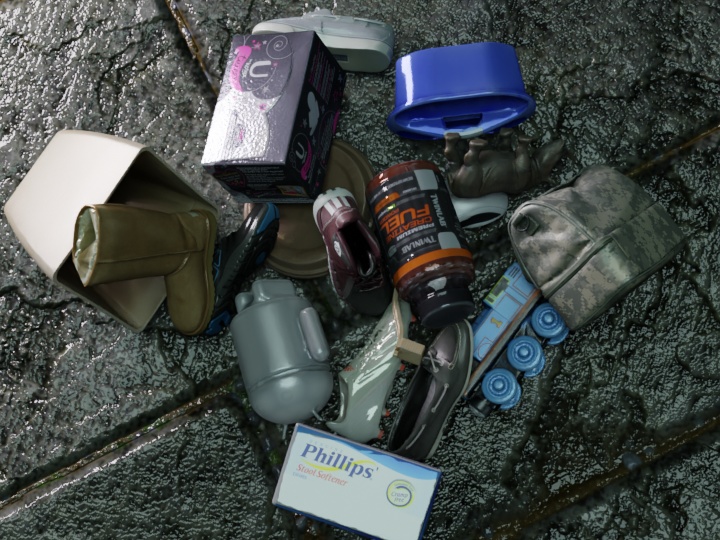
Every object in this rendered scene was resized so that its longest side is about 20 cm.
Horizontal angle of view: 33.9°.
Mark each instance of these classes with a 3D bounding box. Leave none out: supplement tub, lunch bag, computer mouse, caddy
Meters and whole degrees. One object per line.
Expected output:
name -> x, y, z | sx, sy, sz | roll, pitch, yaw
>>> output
supplement tub -> 0.081, -0.031, 1.491 | 0.106, 0.107, 0.201 | -19, 67, 0
lunch bag -> 0.293, -0.042, 1.497 | 0.200, 0.139, 0.168 | -27, 76, -46
computer mouse -> 0.100, -0.087, 1.588 | 0.199, 0.044, 0.110 | -15, 61, -1
caddy -> 0.132, -0.225, 1.571 | 0.199, 0.141, 0.106 | -6, 76, 4

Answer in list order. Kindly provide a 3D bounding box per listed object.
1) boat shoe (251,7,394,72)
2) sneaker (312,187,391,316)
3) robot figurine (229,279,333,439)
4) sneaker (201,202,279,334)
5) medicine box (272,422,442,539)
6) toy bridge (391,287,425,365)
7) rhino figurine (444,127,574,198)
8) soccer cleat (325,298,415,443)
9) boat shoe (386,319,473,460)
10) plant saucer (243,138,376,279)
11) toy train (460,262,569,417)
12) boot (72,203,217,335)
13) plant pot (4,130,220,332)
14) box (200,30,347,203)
boat shoe -> -0.049, -0.327, 1.646 | 0.200, 0.070, 0.072 | 9, 61, 7
sneaker -> 0.000, 0.000, 1.505 | 0.075, 0.116, 0.201 | -28, 123, -4
robot figurine -> -0.101, 0.112, 1.531 | 0.112, 0.169, 0.201 | -1, 66, -39
sneaker -> -0.181, -0.014, 1.567 | 0.082, 0.073, 0.201 | 38, 104, 20
medicine box -> 0.001, 0.268, 1.458 | 0.181, 0.200, 0.103 | 17, 81, 7
toy bridge -> 0.077, 0.034, 1.537 | 0.067, 0.027, 0.201 | 20, 53, 8
rhino figurine -> 0.198, -0.140, 1.559 | 0.199, 0.060, 0.088 | -7, 118, -25
soccer cleat -> 0.015, 0.126, 1.548 | 0.077, 0.069, 0.201 | 19, 84, -10
boat shoe -> 0.088, 0.154, 1.504 | 0.057, 0.067, 0.201 | 7, 111, -33
plant saucer -> -0.070, -0.089, 1.594 | 0.199, 0.029, 0.201 | -4, 75, 18
toy train -> 0.189, 0.092, 1.540 | 0.114, 0.087, 0.200 | 37, 87, 18
boot -> -0.271, 0.002, 1.474 | 0.066, 0.200, 0.176 | 7, 98, 35
plant pot -> -0.342, -0.071, 1.548 | 0.177, 0.200, 0.200 | 30, 82, 31
box -> -0.114, -0.202, 1.562 | 0.131, 0.115, 0.201 | 2, 66, 24
